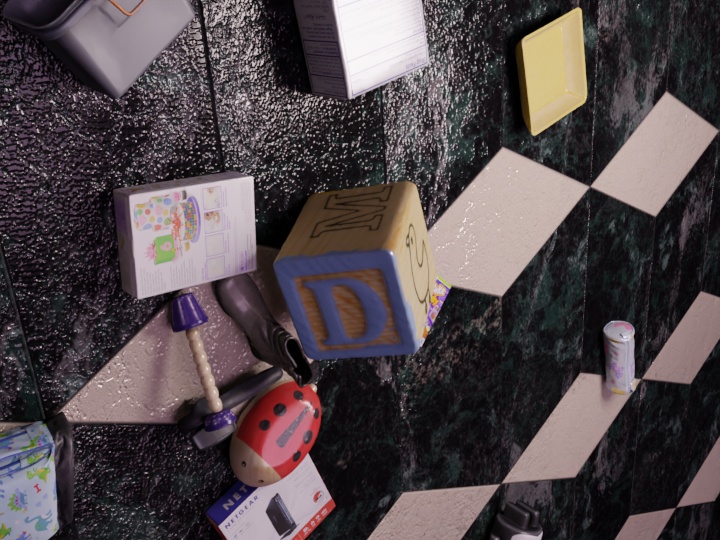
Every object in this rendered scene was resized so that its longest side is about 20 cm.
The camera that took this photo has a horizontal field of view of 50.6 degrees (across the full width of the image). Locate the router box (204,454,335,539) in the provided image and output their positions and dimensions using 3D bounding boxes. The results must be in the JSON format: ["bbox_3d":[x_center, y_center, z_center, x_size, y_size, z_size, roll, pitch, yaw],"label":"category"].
[{"bbox_3d":[-0.155,0.425,1.351,0.199,0.048,0.182,-41,128,-25],"label":"router box"}]

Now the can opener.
[{"bbox_3d":[-0.207,0.210,1.226,0.199,0.063,0.080,-33,99,-41],"label":"can opener"}]

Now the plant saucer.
[{"bbox_3d":[0.386,-0.410,1.565,0.199,0.048,0.203,-33,124,-30],"label":"plant saucer"}]

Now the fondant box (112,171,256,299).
[{"bbox_3d":[-0.247,-0.056,1.095,0.197,0.058,0.148,-16,115,-39],"label":"fondant box"}]

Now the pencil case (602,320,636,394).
[{"bbox_3d":[0.700,0.236,2.052,0.081,0.091,0.204,-11,117,4],"label":"pencil case"}]

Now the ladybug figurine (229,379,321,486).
[{"bbox_3d":[-0.134,0.270,1.276,0.136,0.072,0.201,43,66,-16],"label":"ladybug figurine"}]

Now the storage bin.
[{"bbox_3d":[-0.294,-0.314,0.917,0.201,0.144,0.135,-53,142,-15],"label":"storage bin"}]

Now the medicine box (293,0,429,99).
[{"bbox_3d":[0.001,-0.392,1.176,0.181,0.102,0.204,-30,123,-32],"label":"medicine box"}]

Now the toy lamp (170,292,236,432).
[{"bbox_3d":[-0.237,0.134,1.136,0.057,0.058,0.204,-20,97,-36],"label":"toy lamp"}]

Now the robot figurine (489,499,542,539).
[{"bbox_3d":[0.377,0.677,1.884,0.147,0.125,0.205,12,98,-2],"label":"robot figurine"}]

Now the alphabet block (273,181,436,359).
[{"bbox_3d":[0.000,0.000,1.198,0.201,0.192,0.198,-69,150,-51],"label":"alphabet block"}]

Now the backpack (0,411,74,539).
[{"bbox_3d":[-0.467,0.290,0.967,0.196,0.154,0.167,-2,113,-29],"label":"backpack"}]

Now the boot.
[{"bbox_3d":[-0.141,0.088,1.190,0.068,0.130,0.202,-42,128,-22],"label":"boot"}]

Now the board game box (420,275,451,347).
[{"bbox_3d":[0.077,0.043,1.437,0.199,0.044,0.136,34,81,-44],"label":"board game box"}]
